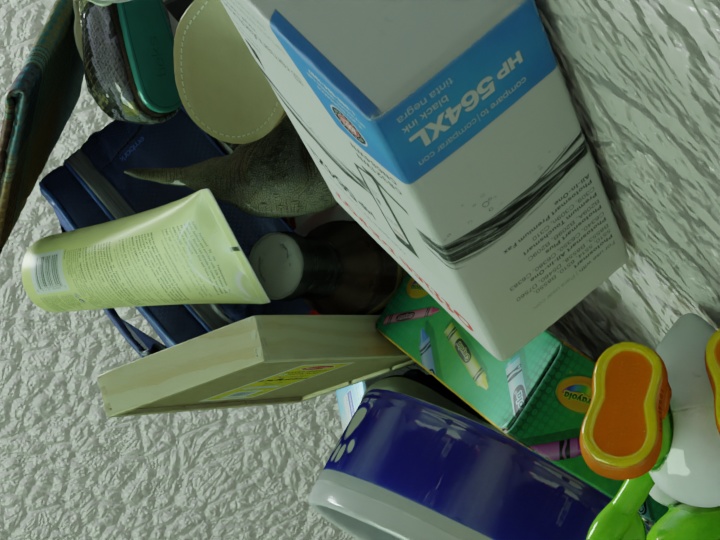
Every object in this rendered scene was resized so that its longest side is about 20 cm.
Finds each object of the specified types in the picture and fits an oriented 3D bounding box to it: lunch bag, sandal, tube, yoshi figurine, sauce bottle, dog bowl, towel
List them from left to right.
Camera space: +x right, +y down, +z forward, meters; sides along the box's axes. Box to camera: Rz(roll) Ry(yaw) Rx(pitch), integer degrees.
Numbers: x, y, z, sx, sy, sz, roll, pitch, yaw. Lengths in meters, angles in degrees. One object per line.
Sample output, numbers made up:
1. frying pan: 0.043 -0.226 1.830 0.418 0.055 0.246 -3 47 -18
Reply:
1. towel: -0.207 -0.117 1.167 0.022 0.147 0.200 17 -141 -3
2. tube: -0.134 -0.005 1.092 0.058 0.052 0.200 20 162 -38
3. lunch bag: -0.122 -0.009 1.230 0.200 0.132 0.136 48 175 20
4. sandal: -0.046 -0.153 0.955 0.077 0.070 0.212 34 148 12
5. sauce bottle: 0.000 0.000 1.121 0.065 0.065 0.200 47 -158 25
6. dog bowl: 0.073 0.152 1.080 0.199 0.079 0.200 26 168 6
7. yoshi figurine: 0.155 0.102 0.796 0.112 0.112 0.200 40 173 26

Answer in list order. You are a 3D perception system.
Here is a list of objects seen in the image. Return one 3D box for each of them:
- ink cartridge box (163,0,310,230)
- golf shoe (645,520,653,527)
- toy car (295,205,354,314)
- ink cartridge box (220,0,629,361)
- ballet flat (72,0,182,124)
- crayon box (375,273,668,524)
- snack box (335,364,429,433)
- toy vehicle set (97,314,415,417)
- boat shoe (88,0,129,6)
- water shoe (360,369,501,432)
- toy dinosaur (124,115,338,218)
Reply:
1. ink cartridge box: -0.083 -0.135 1.200 0.200 0.084 0.144 50 175 5
2. golf shoe: 0.164 0.144 1.222 0.200 0.075 0.092 53 -166 -30
3. toy car: -0.037 0.001 1.375 0.200 0.150 0.175 53 174 -25
4. ink cartridge box: 0.026 -0.071 0.783 0.146 0.084 0.200 46 172 36
5. ballet flat: -0.157 -0.188 1.100 0.072 0.072 0.201 -166 68 -80
6. crayon box: 0.100 0.063 1.023 0.119 0.058 0.200 32 -178 -25
7. snack box: 0.075 0.132 1.322 0.199 0.037 0.116 24 -148 -27
8. toy vehicle set: -0.050 0.058 1.103 0.200 0.124 0.027 2 -109 -57
9. boat shoe: -0.128 -0.168 0.890 0.073 0.067 0.200 31 160 -8
10. water shoe: 0.065 0.086 1.227 0.071 0.079 0.200 -6 161 32
11. toy dinosaur: -0.034 -0.068 1.044 0.077 0.199 0.103 111 148 -45
